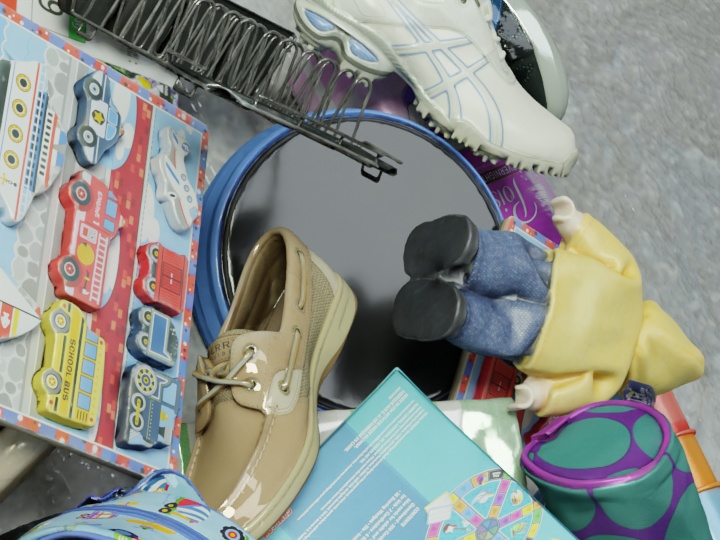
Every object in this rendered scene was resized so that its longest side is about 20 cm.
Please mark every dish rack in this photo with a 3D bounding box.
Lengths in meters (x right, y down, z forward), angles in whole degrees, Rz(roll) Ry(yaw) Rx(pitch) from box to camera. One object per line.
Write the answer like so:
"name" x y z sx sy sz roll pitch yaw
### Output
"dish rack" -0.066 -0.113 0.944 0.153 0.055 0.200 20 9 -39

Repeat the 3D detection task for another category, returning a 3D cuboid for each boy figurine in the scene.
"boy figurine" 0.116 0.023 1.001 0.199 0.064 0.125 16 77 -35

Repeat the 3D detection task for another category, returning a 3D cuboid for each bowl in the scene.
"bowl" 0.000 0.000 1.034 0.199 0.039 0.202 5 76 -19

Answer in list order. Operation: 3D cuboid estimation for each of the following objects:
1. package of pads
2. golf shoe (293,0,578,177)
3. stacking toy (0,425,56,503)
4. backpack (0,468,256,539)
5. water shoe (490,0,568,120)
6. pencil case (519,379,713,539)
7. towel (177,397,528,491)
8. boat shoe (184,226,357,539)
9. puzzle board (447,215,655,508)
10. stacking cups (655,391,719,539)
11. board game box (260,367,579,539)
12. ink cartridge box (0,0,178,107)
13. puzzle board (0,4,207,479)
"package of pads" 0.047 -0.070 1.150 0.120 0.076 0.201 -22 80 -44
"golf shoe" 0.061 -0.133 1.061 0.199 0.098 0.078 31 15 -12
"stacking toy" -0.230 0.026 0.852 0.200 0.085 0.085 45 43 0
"backpack" -0.089 0.177 0.781 0.183 0.200 0.134 54 43 2
"water shoe" 0.052 -0.164 1.127 0.079 0.071 0.201 -34 89 -22
"pencil case" 0.156 0.165 0.988 0.085 0.092 0.201 -32 120 -17
"towel" -0.002 0.144 0.941 0.198 0.023 0.154 -3 67 -12
"boat shoe" -0.059 0.061 0.907 0.065 0.071 0.201 51 35 -28
"puzzle board" 0.114 0.090 1.041 0.150 0.017 0.201 30 68 -30
"stacking cups" 0.218 0.168 1.144 0.060 0.060 0.201 -9 67 -44
"board game box" 0.038 0.173 0.899 0.200 0.047 0.151 43 65 9
"ink cartridge box" -0.196 -0.117 0.982 0.199 0.050 0.110 20 53 -33
"puzzle board" -0.134 -0.013 0.845 0.150 0.017 0.201 30 53 -43
